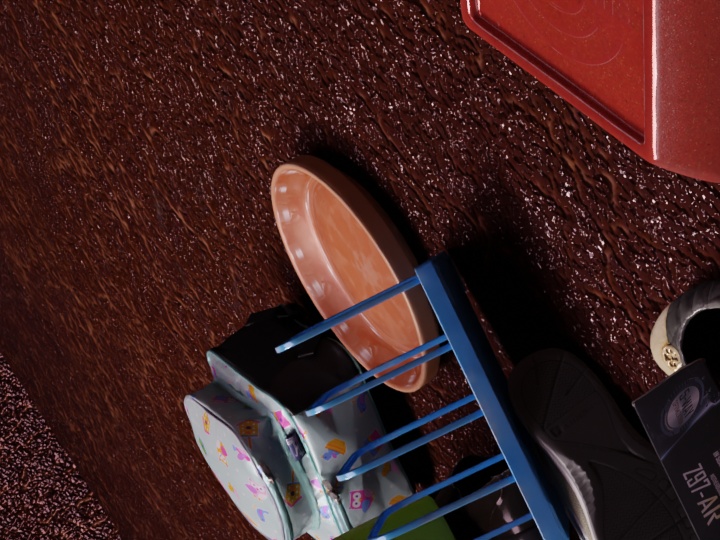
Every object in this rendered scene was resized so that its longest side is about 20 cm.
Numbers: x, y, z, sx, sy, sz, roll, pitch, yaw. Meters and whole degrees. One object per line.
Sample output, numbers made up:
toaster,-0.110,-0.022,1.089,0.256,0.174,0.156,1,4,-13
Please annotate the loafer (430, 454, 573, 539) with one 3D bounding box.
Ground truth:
loafer,0.095,0.170,1.347,0.200,0.073,0.072,-16,94,65

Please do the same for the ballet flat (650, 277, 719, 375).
ballet flat,0.200,0.041,0.901,0.067,0.057,0.200,63,160,-11

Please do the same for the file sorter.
file sorter,0.043,0.105,1.187,0.201,0.122,0.139,65,-173,0

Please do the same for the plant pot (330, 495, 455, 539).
plant pot,0.009,0.317,1.318,0.182,0.198,0.200,55,160,26

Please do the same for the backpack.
backpack,-0.046,0.152,1.532,0.201,0.153,0.176,57,163,-26

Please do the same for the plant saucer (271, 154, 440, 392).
plant saucer,0.000,0.000,1.369,0.200,0.032,0.201,49,159,26

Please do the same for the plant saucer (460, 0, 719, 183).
plant saucer,0.104,-0.155,0.879,0.200,0.037,0.201,43,154,38

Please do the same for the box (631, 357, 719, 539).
box,0.217,0.157,0.854,0.160,0.043,0.201,42,-161,-39

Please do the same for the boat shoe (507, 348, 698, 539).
boat shoe,0.162,0.141,1.128,0.202,0.074,0.065,53,172,24
